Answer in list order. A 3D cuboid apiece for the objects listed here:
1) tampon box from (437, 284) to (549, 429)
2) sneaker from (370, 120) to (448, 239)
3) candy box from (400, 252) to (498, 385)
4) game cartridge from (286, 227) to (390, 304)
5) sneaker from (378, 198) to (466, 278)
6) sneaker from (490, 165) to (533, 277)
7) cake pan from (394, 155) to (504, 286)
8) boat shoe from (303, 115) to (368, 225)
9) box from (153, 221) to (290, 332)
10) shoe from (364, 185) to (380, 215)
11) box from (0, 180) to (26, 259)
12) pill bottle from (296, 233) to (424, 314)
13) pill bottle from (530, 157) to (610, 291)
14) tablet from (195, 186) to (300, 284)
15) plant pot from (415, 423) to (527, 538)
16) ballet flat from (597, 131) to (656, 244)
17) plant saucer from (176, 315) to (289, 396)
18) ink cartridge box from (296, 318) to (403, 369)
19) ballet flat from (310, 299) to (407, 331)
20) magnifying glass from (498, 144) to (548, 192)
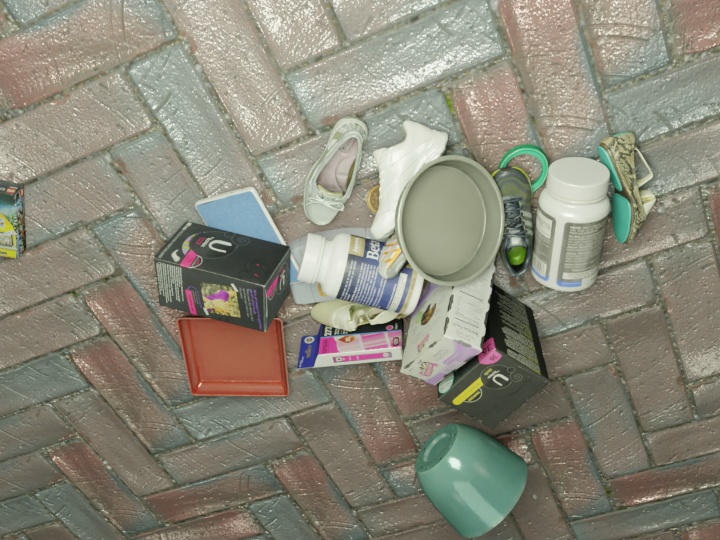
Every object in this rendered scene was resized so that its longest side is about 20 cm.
[{"bbox_3d":[0.225,0.145,1.420,0.126,0.200,0.150,31,121,-18],"label":"tampon box"},{"bbox_3d":[0.055,-0.147,1.274,0.099,0.078,0.200,28,87,0],"label":"sneaker"},{"bbox_3d":[0.147,0.068,1.339,0.072,0.200,0.168,23,147,-13],"label":"candy box"},{"bbox_3d":[-0.037,-0.010,1.422,0.200,0.042,0.133,-9,129,9],"label":"game cartridge"},{"bbox_3d":[0.107,-0.056,1.282,0.077,0.078,0.200,46,78,-14],"label":"sneaker"},{"bbox_3d":[0.254,-0.078,1.308,0.074,0.081,0.200,-12,124,8],"label":"sneaker"},{"bbox_3d":[0.134,-0.077,1.236,0.200,0.037,0.200,-3,97,-29],"label":"cake pan"},{"bbox_3d":[-0.043,-0.152,1.301,0.074,0.065,0.202,21,124,-12],"label":"boat shoe"},{"bbox_3d":[-0.231,0.009,1.362,0.200,0.122,0.106,13,128,10],"label":"box"},{"bbox_3d":[0.100,-0.099,1.347,0.200,0.053,0.070,18,84,-14],"label":"shoe"},{"bbox_3d":[-0.685,-0.102,1.380,0.200,0.038,0.137,11,125,-6],"label":"box"},{"bbox_3d":[0.000,0.000,1.338,0.200,0.111,0.111,13,125,-7],"label":"pill bottle"},{"bbox_3d":[0.345,-0.076,1.310,0.114,0.114,0.200,0,126,2],"label":"pill bottle"},{"bbox_3d":[-0.190,-0.050,1.390,0.130,0.014,0.200,-11,123,29],"label":"tablet"},{"bbox_3d":[0.209,0.406,1.620,0.161,0.201,0.201,43,117,-10],"label":"plant pot"},{"bbox_3d":[0.440,-0.135,1.300,0.075,0.068,0.200,-23,121,-1],"label":"ballet flat"},{"bbox_3d":[-0.241,0.160,1.550,0.199,0.037,0.200,0,125,2],"label":"plant saucer"},{"bbox_3d":[-0.019,0.133,1.485,0.200,0.095,0.037,-8,125,8],"label":"ink cartridge box"},{"bbox_3d":[0.003,0.076,1.462,0.200,0.069,0.069,-13,124,11],"label":"ballet flat"},{"bbox_3d":[0.248,-0.120,1.339,0.080,0.022,0.200,16,125,-10],"label":"magnifying glass"}]
